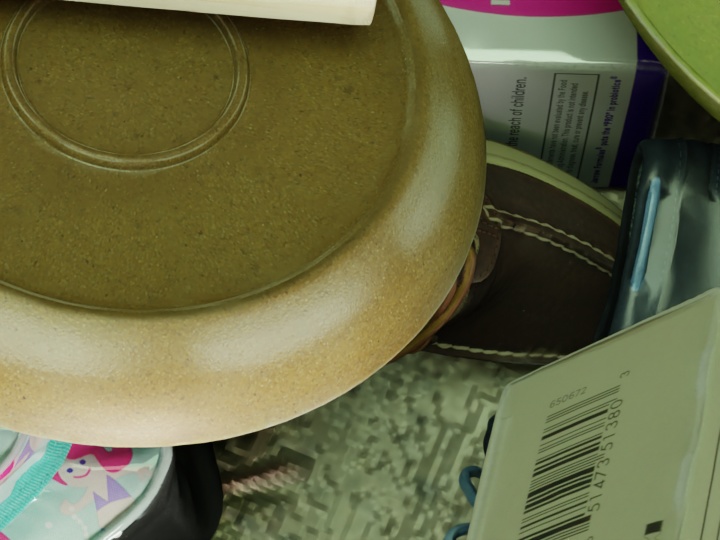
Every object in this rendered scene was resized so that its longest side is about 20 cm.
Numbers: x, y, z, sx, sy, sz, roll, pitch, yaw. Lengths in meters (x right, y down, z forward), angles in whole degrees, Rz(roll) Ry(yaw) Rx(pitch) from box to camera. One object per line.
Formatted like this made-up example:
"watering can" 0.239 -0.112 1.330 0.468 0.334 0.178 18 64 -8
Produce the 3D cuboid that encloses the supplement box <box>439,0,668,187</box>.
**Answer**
"supplement box" -0.011 -0.089 0.881 0.198 0.103 0.102 0 72 1

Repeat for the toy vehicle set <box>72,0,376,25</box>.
"toy vehicle set" -0.093 -0.124 0.781 0.198 0.027 0.125 4 47 -6

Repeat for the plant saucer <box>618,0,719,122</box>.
"plant saucer" 0.149 -0.087 0.817 0.199 0.031 0.201 9 53 -12

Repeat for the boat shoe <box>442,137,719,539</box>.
"boat shoe" 0.063 0.055 0.838 0.068 0.084 0.201 23 93 -8

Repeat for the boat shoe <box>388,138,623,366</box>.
"boat shoe" 0.000 0.000 0.837 0.199 0.072 0.072 18 32 -25

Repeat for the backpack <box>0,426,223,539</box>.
"backpack" -0.161 0.037 0.821 0.177 0.151 0.200 -40 69 2

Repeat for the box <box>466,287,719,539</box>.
"box" 0.121 0.107 0.761 0.200 0.078 0.095 42 43 -25

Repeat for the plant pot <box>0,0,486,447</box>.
"plant pot" -0.062 -0.047 0.770 0.199 0.028 0.201 5 55 -7
